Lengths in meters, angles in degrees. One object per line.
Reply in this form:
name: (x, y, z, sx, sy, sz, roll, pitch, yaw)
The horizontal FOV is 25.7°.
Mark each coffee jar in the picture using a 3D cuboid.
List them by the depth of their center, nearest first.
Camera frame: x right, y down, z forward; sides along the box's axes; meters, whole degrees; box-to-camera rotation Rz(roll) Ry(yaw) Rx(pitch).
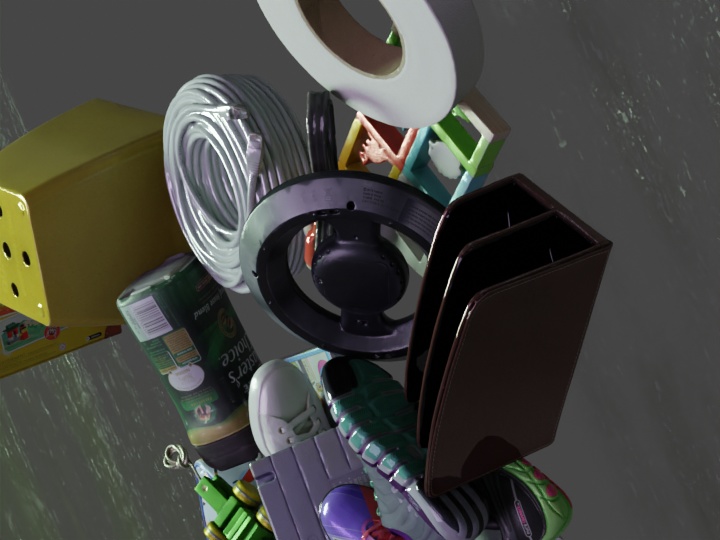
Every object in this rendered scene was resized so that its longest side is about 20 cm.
coffee jar: (-0.148, 0.088, 1.517, 0.085, 0.104, 0.201, -21, 104, 22)

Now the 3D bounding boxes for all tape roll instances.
tape roll: (0.001, -0.191, 1.141, 0.202, 0.037, 0.203, 35, 154, 20)

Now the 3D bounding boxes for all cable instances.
cable: (-0.037, -0.061, 1.279, 0.050, 0.098, 0.200, 4, 151, 12)
cable: (-0.111, -0.081, 1.425, 0.200, 0.069, 0.201, 34, 135, 49)

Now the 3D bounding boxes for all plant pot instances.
plant pot: (-0.280, -0.045, 1.592, 0.200, 0.176, 0.201, 18, 121, 49)

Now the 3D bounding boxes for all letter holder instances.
letter holder: (0.082, 0.052, 1.169, 0.101, 0.142, 0.201, 41, 138, 34)

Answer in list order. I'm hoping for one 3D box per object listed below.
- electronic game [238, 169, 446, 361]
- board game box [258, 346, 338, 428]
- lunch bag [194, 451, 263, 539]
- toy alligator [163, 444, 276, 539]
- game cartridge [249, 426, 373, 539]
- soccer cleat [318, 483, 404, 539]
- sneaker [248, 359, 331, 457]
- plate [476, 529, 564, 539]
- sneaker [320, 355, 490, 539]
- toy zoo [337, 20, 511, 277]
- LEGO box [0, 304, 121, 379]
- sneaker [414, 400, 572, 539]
electronic game: (0.000, 0.000, 1.257, 0.199, 0.042, 0.201, 8, 135, 9)
board game box: (-0.016, 0.168, 1.464, 0.134, 0.034, 0.201, -21, 90, 57)
lunch bag: (-0.103, 0.269, 1.587, 0.160, 0.075, 0.201, 42, 147, 39)
toy alligator: (-0.114, 0.226, 1.472, 0.059, 0.054, 0.200, -54, 48, 3)
game cartridge: (-0.001, 0.232, 1.333, 0.038, 0.129, 0.201, 68, -179, -75)
soccer cleat: (0.046, 0.241, 1.268, 0.200, 0.068, 0.073, 41, 174, 15)
sneaker: (-0.034, 0.170, 1.404, 0.084, 0.073, 0.201, 9, 126, 49)
plate: (0.090, 0.277, 1.340, 0.200, 0.032, 0.201, 23, 112, 42)
sneaker: (0.019, 0.158, 1.250, 0.200, 0.074, 0.088, 52, 134, 36)
toy zoo: (0.041, -0.086, 1.261, 0.131, 0.020, 0.200, 53, 143, 23)
LEGO box: (-0.374, 0.023, 1.738, 0.077, 0.199, 0.150, 22, 124, 47)
sneaker: (0.079, 0.162, 1.272, 0.200, 0.084, 0.077, 36, 177, 41)
